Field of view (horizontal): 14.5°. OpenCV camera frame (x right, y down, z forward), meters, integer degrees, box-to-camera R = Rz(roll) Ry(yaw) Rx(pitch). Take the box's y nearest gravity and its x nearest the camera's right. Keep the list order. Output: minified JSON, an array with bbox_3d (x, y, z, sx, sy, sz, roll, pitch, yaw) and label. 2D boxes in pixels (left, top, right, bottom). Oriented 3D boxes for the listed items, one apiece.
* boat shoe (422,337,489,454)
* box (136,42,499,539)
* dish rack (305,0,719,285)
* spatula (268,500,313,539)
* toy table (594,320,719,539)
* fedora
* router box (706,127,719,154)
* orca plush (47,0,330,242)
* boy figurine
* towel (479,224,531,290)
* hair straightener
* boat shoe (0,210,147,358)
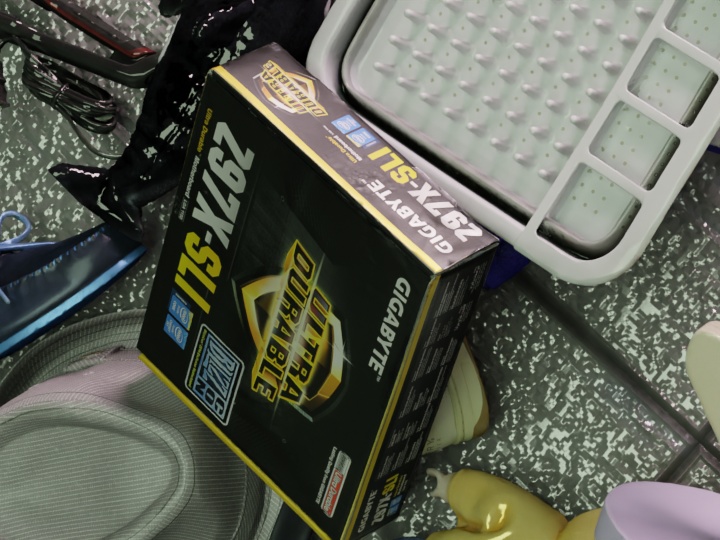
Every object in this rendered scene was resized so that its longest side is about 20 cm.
[{"bbox_3d":[0.000,0.000,1.422,0.066,0.074,0.201,-22,85,-14],"label":"boat shoe"},{"bbox_3d":[-0.026,0.014,1.367,0.160,0.049,0.201,44,139,25],"label":"box"},{"bbox_3d":[0.088,-0.105,1.319,0.200,0.043,0.172,34,99,24],"label":"dish rack"},{"bbox_3d":[-0.060,0.194,1.467,0.056,0.021,0.201,25,105,13],"label":"spatula"},{"bbox_3d":[0.217,0.112,1.307,0.199,0.184,0.118,21,112,8],"label":"toy table"},{"bbox_3d":[-0.129,0.109,1.474,0.199,0.090,0.178,-4,87,21],"label":"fedora"},{"bbox_3d":[0.118,-0.165,1.364,0.199,0.049,0.181,16,90,25],"label":"router box"},{"bbox_3d":[-0.085,-0.116,1.449,0.200,0.071,0.105,-41,68,2],"label":"orca plush"},{"bbox_3d":[0.066,0.155,1.413,0.199,0.064,0.125,-19,82,19],"label":"boy figurine"},{"bbox_3d":[0.093,-0.106,1.417,0.200,0.050,0.148,-40,77,15],"label":"towel"},{"bbox_3d":[-0.170,-0.111,1.523,0.199,0.041,0.077,31,85,13],"label":"hair straightener"},{"bbox_3d":[-0.209,0.017,1.510,0.199,0.084,0.069,-29,90,15],"label":"boat shoe"}]
